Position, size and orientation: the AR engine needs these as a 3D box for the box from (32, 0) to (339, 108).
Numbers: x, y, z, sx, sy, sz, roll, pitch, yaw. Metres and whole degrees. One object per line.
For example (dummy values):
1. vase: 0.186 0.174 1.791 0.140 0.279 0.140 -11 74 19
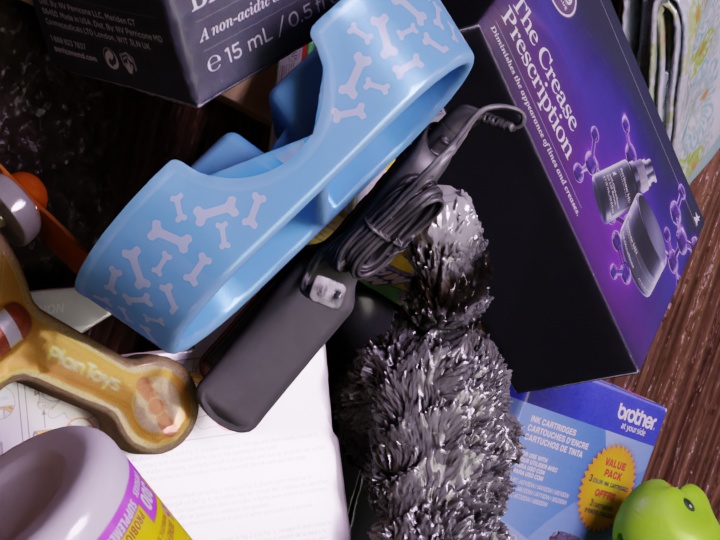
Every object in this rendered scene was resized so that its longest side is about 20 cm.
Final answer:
1. box: -0.055 -0.207 0.766 0.196 0.117 0.202 -34 123 -30

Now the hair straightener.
1. hair straightener: 0.000 0.000 0.796 0.200 0.077 0.041 -43 105 14

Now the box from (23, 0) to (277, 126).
1. box: -0.075 -0.175 0.854 0.199 0.021 0.165 24 87 -45

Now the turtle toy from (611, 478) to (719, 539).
1. turtle toy: 0.155 0.216 1.012 0.146 0.100 0.202 38 53 -52

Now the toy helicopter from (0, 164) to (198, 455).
1. toy helicopter: -0.153 0.020 0.791 0.199 0.079 0.134 29 70 -30

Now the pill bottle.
1. pill bottle: -0.095 0.170 0.772 0.104 0.104 0.201 -46 117 -22

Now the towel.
1. towel: 0.195 -0.134 1.037 0.200 0.048 0.173 -51 152 -44

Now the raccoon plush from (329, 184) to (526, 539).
1. raccoon plush: 0.030 0.080 0.845 0.096 0.135 0.201 -11 128 4

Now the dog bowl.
1. dog bowl: -0.031 -0.044 0.753 0.200 0.112 0.050 -44 84 -7

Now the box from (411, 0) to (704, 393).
1. box: 0.093 -0.063 0.914 0.201 0.078 0.142 62 35 -24

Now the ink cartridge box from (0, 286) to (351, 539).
1. ink cartridge box: -0.106 0.095 0.857 0.198 0.045 0.178 -5 87 -23

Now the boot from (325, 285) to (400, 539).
1. boot: -0.039 0.101 0.942 0.164 0.065 0.202 14 96 -50

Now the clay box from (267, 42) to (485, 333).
1. clay box: 0.030 -0.043 0.925 0.200 0.047 0.116 33 56 -48

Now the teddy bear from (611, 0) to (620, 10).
1. teddy bear: 0.150 -0.221 0.987 0.066 0.145 0.202 25 78 1

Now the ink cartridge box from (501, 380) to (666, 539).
1. ink cartridge box: 0.099 0.122 1.069 0.136 0.076 0.202 20 88 -44
